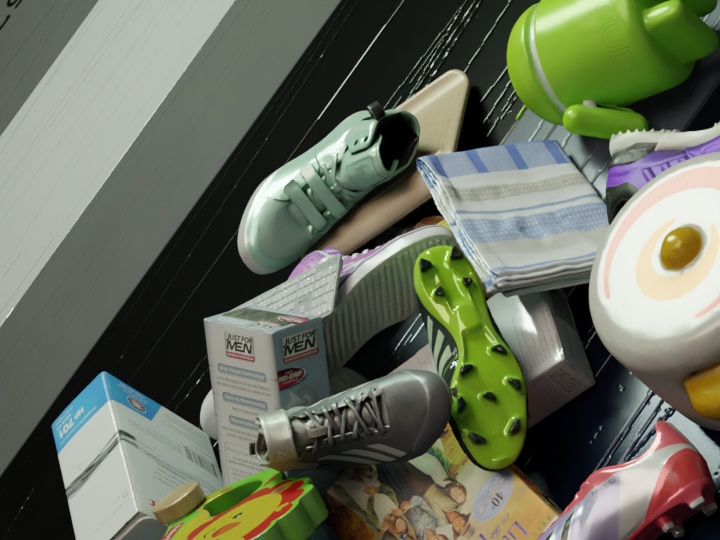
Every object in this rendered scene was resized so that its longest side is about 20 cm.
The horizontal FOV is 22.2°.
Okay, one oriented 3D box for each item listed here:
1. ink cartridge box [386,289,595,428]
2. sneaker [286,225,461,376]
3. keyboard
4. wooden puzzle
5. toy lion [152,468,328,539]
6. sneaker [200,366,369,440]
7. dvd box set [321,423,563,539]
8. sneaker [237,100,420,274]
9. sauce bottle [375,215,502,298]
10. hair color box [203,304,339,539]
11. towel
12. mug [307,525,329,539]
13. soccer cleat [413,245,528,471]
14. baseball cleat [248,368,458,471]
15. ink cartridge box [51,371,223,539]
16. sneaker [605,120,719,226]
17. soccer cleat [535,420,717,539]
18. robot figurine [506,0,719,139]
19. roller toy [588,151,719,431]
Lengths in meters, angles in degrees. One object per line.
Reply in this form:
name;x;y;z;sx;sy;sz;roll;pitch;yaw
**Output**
ink cartridge box;0.095;0.100;1.549;0.200;0.050;0.109;-38;39;22
sneaker;-0.001;0.000;1.628;0.200;0.073;0.115;-35;38;21
keyboard;-0.074;0.039;1.639;0.200;0.011;0.057;-27;43;52
wooden puzzle;0.031;-0.093;1.766;0.184;0.037;0.201;-35;23;24
toy lion;-0.105;0.212;1.475;0.191;0.069;0.200;-27;9;23
sneaker;-0.080;0.140;1.693;0.199;0.070;0.081;-13;54;41
dvd box set;0.064;0.199;1.466;0.147;0.029;0.200;-53;50;8
sneaker;-0.028;-0.080;1.683;0.201;0.074;0.118;-48;15;-17
sauce bottle;0.085;-0.015;1.647;0.199;0.066;0.066;14;71;58
hair color box;-0.075;0.138;1.595;0.099;0.060;0.202;8;109;48
towel;0.143;-0.050;1.566;0.145;0.024;0.201;-9;38;-15
mug;-0.062;0.308;1.475;0.114;0.153;0.185;-32;7;29
soccer cleat;0.089;0.074;1.475;0.067;0.081;0.201;-14;62;-3
baseball cleat;-0.015;0.128;1.450;0.199;0.106;0.070;-29;70;48
ink cartridge box;-0.194;0.210;1.694;0.086;0.146;0.201;-43;37;15
sneaker;0.277;-0.062;1.475;0.199;0.069;0.100;-4;65;49
soccer cleat;0.172;0.193;1.363;0.199;0.067;0.077;-37;58;13
robot figurine;0.213;-0.199;1.611;0.199;0.115;0.177;-21;54;37
roller toy;0.265;0.015;1.353;0.182;0.139;0.201;14;71;52
